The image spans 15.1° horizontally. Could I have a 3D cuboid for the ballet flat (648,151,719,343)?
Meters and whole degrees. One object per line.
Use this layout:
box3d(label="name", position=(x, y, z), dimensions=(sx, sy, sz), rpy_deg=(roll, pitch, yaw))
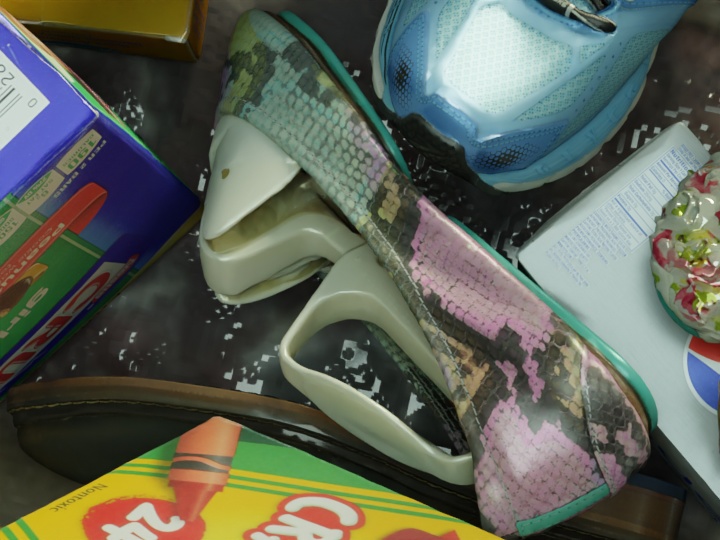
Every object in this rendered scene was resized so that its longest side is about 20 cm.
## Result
box3d(label="ballet flat", position=(0.172, -0.029, 0.748), dimensions=(0.200, 0.064, 0.076), rpy_deg=(-14, 71, -27))

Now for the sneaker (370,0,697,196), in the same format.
box3d(label="sneaker", position=(0.074, -0.109, 0.765), dimensions=(0.078, 0.090, 0.200), rpy_deg=(36, 68, 7))

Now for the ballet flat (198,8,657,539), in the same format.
box3d(label="ballet flat", position=(0.000, 0.000, 0.761), dimensions=(0.071, 0.069, 0.200), rpy_deg=(-33, 56, -13))

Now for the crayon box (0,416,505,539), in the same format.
box3d(label="crayon box", position=(-0.001, 0.108, 0.661), dimensions=(0.200, 0.127, 0.051), rpy_deg=(21, 119, 31))

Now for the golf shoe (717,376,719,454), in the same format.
box3d(label="golf shoe", position=(0.174, 0.039, 0.714), dimensions=(0.200, 0.073, 0.092), rpy_deg=(15, 53, -27))

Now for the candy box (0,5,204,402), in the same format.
box3d(label="candy box", position=(-0.137, 0.005, 0.736), dimensions=(0.169, 0.200, 0.077), rpy_deg=(-44, 85, 0))

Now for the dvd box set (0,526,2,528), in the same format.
box3d(label="dvd box set", position=(-0.054, 0.128, 0.706), dimensions=(0.200, 0.146, 0.029), rpy_deg=(11, 116, 15))

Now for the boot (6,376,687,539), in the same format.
box3d(label="boot", position=(-0.012, 0.089, 0.782), dimensions=(0.200, 0.075, 0.097), rpy_deg=(11, 82, 3))

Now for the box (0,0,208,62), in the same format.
box3d(label="box", position=(-0.095, -0.170, 0.833), dimensions=(0.119, 0.041, 0.200), rpy_deg=(8, 83, 4))

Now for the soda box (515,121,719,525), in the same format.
box3d(label="soda box", position=(0.130, 0.055, 0.778), dimensions=(0.063, 0.068, 0.200), rpy_deg=(-40, 83, -1))
